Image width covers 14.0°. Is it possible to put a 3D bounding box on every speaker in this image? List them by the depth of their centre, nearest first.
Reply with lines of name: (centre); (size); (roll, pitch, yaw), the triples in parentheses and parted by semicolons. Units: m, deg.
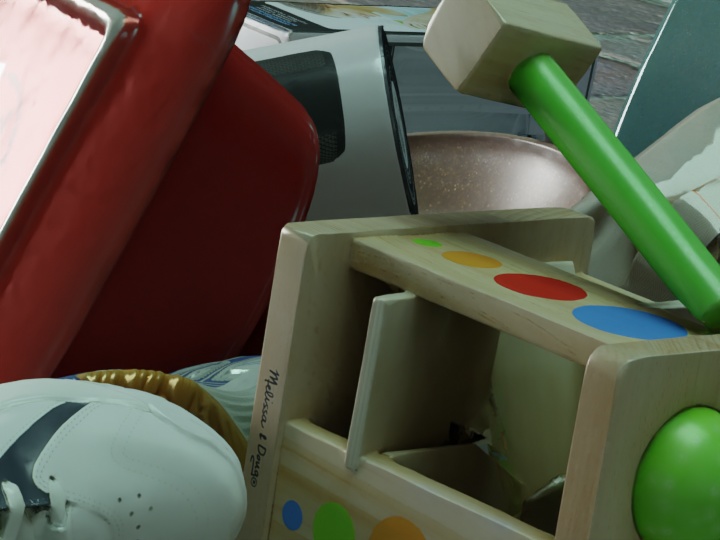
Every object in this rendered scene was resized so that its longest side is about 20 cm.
speaker: (-0.081, -0.038, 1.146); (0.199, 0.082, 0.081); (-10, 13, 4)

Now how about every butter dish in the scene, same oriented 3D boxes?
butter dish: (-0.083, -0.014, 1.035); (0.147, 0.201, 0.199); (28, 2, -33)

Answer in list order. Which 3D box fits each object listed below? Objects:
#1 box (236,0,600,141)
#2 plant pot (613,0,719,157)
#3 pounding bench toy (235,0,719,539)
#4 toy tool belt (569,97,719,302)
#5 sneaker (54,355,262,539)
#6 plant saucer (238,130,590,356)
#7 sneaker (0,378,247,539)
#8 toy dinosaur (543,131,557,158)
box: (0.013, -0.061, 1.366); (0.199, 0.117, 0.060); (-1, 19, -42)
plant pot: (0.181, -0.033, 1.179); (0.141, 0.201, 0.141); (18, 16, 35)
pounding bench toy: (0.069, 0.028, 0.847); (0.124, 0.201, 0.156); (-3, 17, -43)
toy tool belt: (0.111, 0.027, 1.035); (0.200, 0.123, 0.125); (-37, -1, -29)
sneaker: (-0.060, 0.067, 0.924); (0.199, 0.076, 0.088); (-5, -3, -39)
plant saucer: (0.000, 0.000, 1.163); (0.199, 0.037, 0.201); (-9, 24, 4)
sneaker: (-0.109, 0.084, 0.760); (0.198, 0.080, 0.130); (3, 16, -25)
toy dinosaur: (0.095, -0.016, 1.288); (0.088, 0.048, 0.200); (17, -21, -4)
